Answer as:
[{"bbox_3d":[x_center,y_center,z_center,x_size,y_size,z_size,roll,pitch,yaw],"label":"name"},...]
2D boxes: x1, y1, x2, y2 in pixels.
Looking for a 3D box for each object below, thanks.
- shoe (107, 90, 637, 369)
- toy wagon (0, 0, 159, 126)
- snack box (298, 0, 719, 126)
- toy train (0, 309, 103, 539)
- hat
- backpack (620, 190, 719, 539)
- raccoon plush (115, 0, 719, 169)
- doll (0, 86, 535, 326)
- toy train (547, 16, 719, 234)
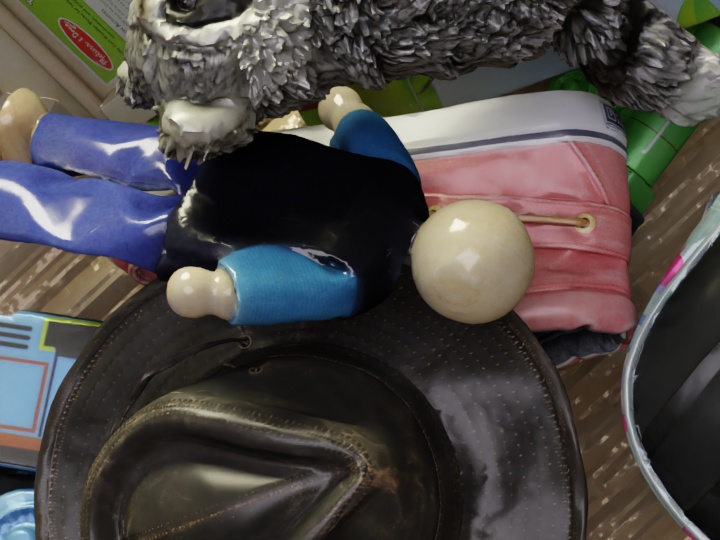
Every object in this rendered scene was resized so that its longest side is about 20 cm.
[{"bbox_3d":[0.000,0.000,0.837,0.200,0.071,0.091,-10,68,14],"label":"shoe"},{"bbox_3d":[-0.122,-0.101,0.837,0.200,0.040,0.155,-33,113,31],"label":"toy wagon"},{"bbox_3d":[0.043,-0.136,0.831,0.200,0.053,0.142,-19,122,24],"label":"snack box"},{"bbox_3d":[-0.058,0.081,0.868,0.200,0.087,0.114,8,79,10],"label":"toy train"},{"bbox_3d":[-0.031,0.074,0.764,0.201,0.081,0.201,-2,83,18],"label":"hat"},{"bbox_3d":[0.188,0.029,0.801,0.178,0.151,0.200,37,85,10],"label":"backpack"},{"bbox_3d":[0.018,-0.064,0.760,0.200,0.097,0.134,35,93,-13],"label":"raccoon plush"},{"bbox_3d":[-0.036,-0.022,0.773,0.200,0.136,0.048,11,126,25],"label":"doll"},{"bbox_3d":[0.086,-0.039,0.876,0.056,0.042,0.200,36,89,36],"label":"toy train"}]
